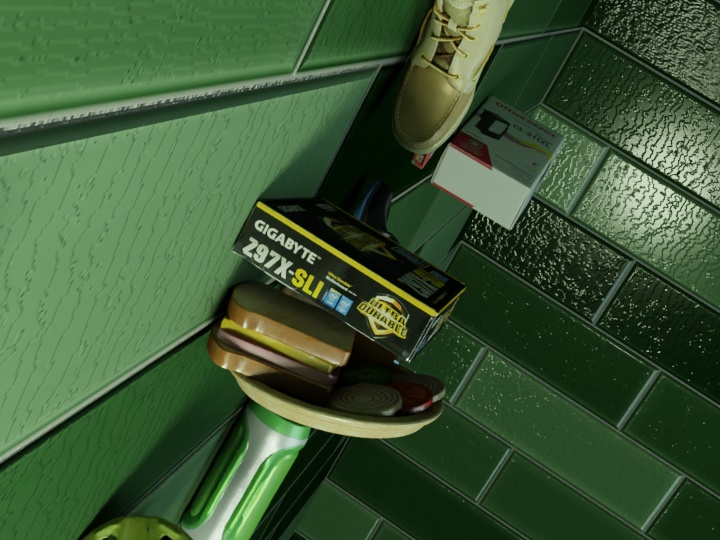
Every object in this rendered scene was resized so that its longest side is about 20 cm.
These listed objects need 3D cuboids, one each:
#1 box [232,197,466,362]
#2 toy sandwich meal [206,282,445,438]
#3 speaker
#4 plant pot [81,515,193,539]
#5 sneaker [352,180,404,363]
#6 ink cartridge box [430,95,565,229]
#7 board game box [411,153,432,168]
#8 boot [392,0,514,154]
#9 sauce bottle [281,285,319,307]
[{"bbox_3d":[0.000,0.000,0.845,0.050,0.158,0.200,-58,172,10],"label":"box"},{"bbox_3d":[-0.023,0.067,0.840,0.205,0.202,0.071,-31,136,-73],"label":"toy sandwich meal"},{"bbox_3d":[-0.135,0.243,1.198,0.202,0.088,0.088,-60,172,10],"label":"speaker"},{"bbox_3d":[-0.178,0.302,0.877,0.201,0.198,0.191,-54,159,-28],"label":"plant pot"},{"bbox_3d":[0.026,0.005,1.065,0.071,0.081,0.203,103,-15,-66],"label":"sneaker"},{"bbox_3d":[0.218,-0.174,1.617,0.200,0.144,0.084,-50,167,-50],"label":"ink cartridge box"},{"bbox_3d":[0.115,-0.220,1.254,0.103,0.019,0.201,-55,172,-34],"label":"board game box"},{"bbox_3d":[0.079,-0.203,0.883,0.202,0.072,0.155,-61,173,3],"label":"boot"},{"bbox_3d":[-0.053,0.052,1.068,0.067,0.065,0.200,-56,176,-13],"label":"sauce bottle"}]
